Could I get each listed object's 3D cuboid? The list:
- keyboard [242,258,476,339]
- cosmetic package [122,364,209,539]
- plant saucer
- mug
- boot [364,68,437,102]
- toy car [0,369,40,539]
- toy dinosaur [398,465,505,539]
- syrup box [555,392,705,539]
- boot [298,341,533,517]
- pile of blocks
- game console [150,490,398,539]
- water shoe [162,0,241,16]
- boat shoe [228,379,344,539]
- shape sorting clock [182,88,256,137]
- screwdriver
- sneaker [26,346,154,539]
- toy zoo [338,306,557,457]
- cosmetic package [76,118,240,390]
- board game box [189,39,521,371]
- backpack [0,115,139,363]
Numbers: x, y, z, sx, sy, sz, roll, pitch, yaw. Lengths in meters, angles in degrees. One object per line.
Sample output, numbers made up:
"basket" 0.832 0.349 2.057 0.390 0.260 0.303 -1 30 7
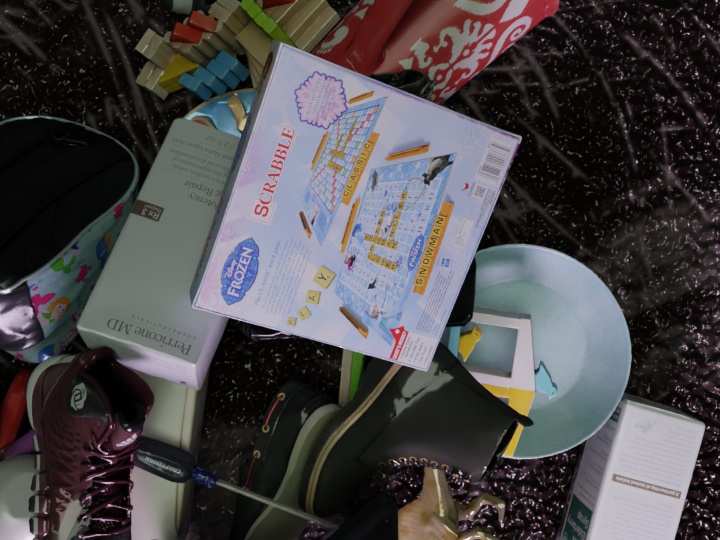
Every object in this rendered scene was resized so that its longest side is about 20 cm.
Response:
"keyboard" 0.000 0.000 0.695 0.198 0.040 0.105 -2 113 -13
"cosmetic package" -0.183 0.147 0.754 0.072 0.104 0.202 7 93 -4
"plant saucer" 0.147 0.073 0.779 0.199 0.039 0.203 2 99 12
"mug" 0.047 -0.223 0.724 0.200 0.177 0.134 -42 50 4
"boot" 0.037 -0.086 0.707 0.198 0.069 0.175 -8 133 -24
"toy car" -0.309 0.168 0.740 0.200 0.175 0.150 39 52 0
"toy dinosaur" 0.078 0.228 0.758 0.100 0.058 0.202 7 108 14
"syrup box" 0.244 0.220 0.781 0.081 0.079 0.202 16 92 -3
"boot" 0.041 0.164 0.720 0.138 0.077 0.201 36 108 23
"pile of blocks" -0.120 -0.202 0.736 0.199 0.062 0.083 -23 69 15
"game console" -0.065 0.254 0.729 0.175 0.201 0.116 -36 60 -22
"water shoe" -0.141 -0.334 0.767 0.078 0.071 0.202 2 96 -24
"boat shoe" -0.079 0.200 0.782 0.063 0.073 0.203 32 104 35
"shape sorting clock" -0.099 -0.071 0.781 0.198 0.039 0.202 0 92 -2
"screwdriver" -0.108 0.187 0.702 0.199 0.028 0.029 29 60 -9
"sneaker" -0.196 0.153 0.629 0.115 0.075 0.202 -23 78 40
"toy zoo" 0.080 0.096 0.767 0.198 0.020 0.132 9 102 13
"cosmetic package" -0.144 -0.016 0.693 0.101 0.074 0.201 17 66 0
"board game box" -0.005 -0.043 0.632 0.198 0.041 0.201 18 102 -20
"backpack" -0.281 -0.035 0.708 0.176 0.151 0.201 22 53 15
